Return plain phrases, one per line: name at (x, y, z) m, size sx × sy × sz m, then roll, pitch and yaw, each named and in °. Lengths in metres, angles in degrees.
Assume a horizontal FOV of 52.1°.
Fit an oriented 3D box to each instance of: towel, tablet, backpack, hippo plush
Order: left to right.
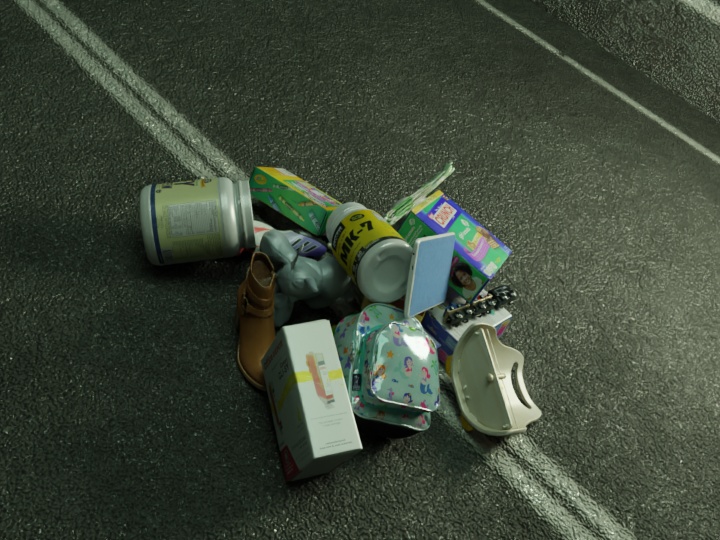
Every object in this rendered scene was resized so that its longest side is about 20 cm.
hippo plush at (-0.098, -0.001, 1.362) m, size 0.158 × 0.199 × 0.163 m, roll -7°, pitch 69°, yaw -41°
backpack at (0.040, 0.158, 1.215) m, size 0.174 × 0.150 × 0.205 m, roll 19°, pitch 56°, yaw -30°
towel at (0.090, -0.130, 1.451) m, size 0.199 × 0.152 × 0.024 m, roll -42°, pitch 92°, yaw -27°
tablet at (0.121, 0.004, 1.278) m, size 0.013 × 0.134 × 0.199 m, roll 12°, pitch 11°, yaw 23°

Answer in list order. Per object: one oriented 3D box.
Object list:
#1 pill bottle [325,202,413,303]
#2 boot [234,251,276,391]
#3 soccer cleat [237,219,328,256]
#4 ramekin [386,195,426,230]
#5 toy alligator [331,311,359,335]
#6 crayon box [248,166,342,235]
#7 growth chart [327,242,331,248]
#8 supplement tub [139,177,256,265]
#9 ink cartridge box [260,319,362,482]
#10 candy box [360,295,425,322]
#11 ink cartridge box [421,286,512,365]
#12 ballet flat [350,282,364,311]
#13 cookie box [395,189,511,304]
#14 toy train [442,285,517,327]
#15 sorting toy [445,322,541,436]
pill bottle at (0.013, -0.038, 1.300) m, size 0.111 × 0.117 × 0.200 m, roll 0°, pitch 26°, yaw -24°
boot at (-0.168, 0.085, 1.246) m, size 0.072 × 0.157 × 0.202 m, roll -5°, pitch 47°, yaw -29°
soccer cleat at (-0.159, -0.046, 1.476) m, size 0.195 × 0.068 × 0.075 m, roll 13°, pitch 68°, yaw -22°
ramekin at (0.132, -0.072, 1.588) m, size 0.198 × 0.095 × 0.205 m, roll 19°, pitch 40°, yaw -16°
toy alligator at (-0.044, 0.146, 1.321) m, size 0.055 × 0.058 × 0.200 m, roll 61°, pitch 39°, yaw -16°
crayon box at (-0.128, -0.147, 1.547) m, size 0.198 × 0.059 × 0.118 m, roll 32°, pitch 17°, yaw 20°
growth chart at (0.008, -0.066, 1.600) m, size 0.143 × 0.018 × 0.200 m, roll 32°, pitch 39°, yaw 9°
supplement tub at (-0.295, -0.092, 1.355) m, size 0.194 × 0.147 × 0.147 m, roll -7°, pitch 45°, yaw -8°
ink cartridge box at (-0.081, 0.200, 1.128) m, size 0.081 × 0.146 × 0.205 m, roll -5°, pitch 65°, yaw -26°
candy box at (0.074, 0.017, 1.399) m, size 0.114 × 0.057 × 0.201 m, roll 20°, pitch 31°, yaw -2°
ink cartridge box at (0.183, 0.103, 1.451) m, size 0.197 × 0.077 × 0.136 m, roll -22°, pitch 55°, yaw -41°
ballet flat at (0.000, 0.000, 1.479) m, size 0.069 × 0.071 × 0.204 m, roll -2°, pitch 54°, yaw -26°
cookie box at (0.184, -0.052, 1.451) m, size 0.199 × 0.076 × 0.171 m, roll 40°, pitch 31°, yaw 8°
toy train at (0.229, 0.065, 1.429) m, size 0.197 × 0.035 × 0.046 m, roll -17°, pitch 49°, yaw -37°
sorting toy at (0.262, 0.213, 1.358) m, size 0.177 × 0.106 × 0.205 m, roll 7°, pitch 59°, yaw -40°
